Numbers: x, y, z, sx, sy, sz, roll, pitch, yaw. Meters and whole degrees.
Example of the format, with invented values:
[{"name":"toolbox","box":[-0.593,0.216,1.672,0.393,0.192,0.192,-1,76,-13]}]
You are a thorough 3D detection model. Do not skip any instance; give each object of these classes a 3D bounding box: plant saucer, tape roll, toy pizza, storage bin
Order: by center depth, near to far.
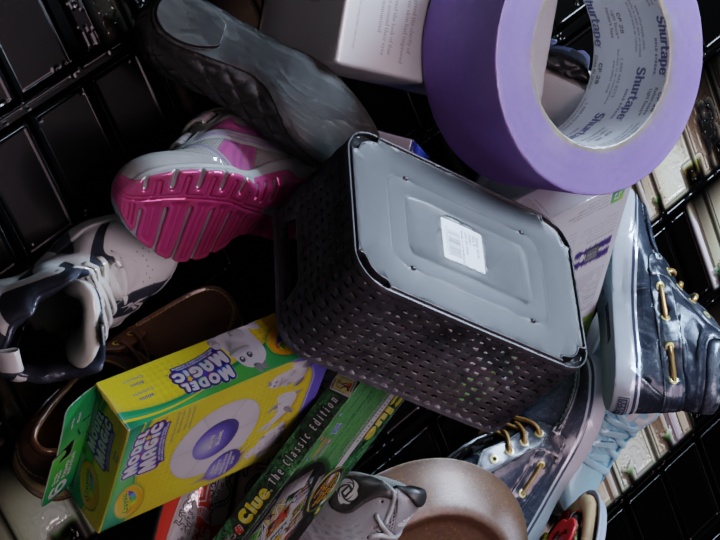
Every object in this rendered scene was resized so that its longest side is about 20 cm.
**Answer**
[{"name":"storage bin","box":[0.047,0.009,1.414,0.200,0.094,0.135,24,43,-30]},{"name":"tape roll","box":[0.147,-0.157,1.486,0.200,0.085,0.201,-7,101,-36]},{"name":"plant saucer","box":[0.049,0.244,1.613,0.200,0.037,0.201,-9,114,-21]},{"name":"toy pizza","box":[0.144,0.267,1.653,0.032,0.200,0.201,22,83,-4]}]

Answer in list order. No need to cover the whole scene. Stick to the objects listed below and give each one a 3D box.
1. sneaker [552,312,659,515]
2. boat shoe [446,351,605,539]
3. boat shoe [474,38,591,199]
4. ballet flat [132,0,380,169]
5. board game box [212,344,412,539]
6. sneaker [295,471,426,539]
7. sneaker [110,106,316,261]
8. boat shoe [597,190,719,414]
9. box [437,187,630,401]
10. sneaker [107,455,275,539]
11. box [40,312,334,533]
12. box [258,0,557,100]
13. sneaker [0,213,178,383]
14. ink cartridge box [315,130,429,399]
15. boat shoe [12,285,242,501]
[{"name":"sneaker","box":[0.213,0.115,1.729,0.074,0.082,0.201,23,84,-38]},{"name":"boat shoe","box":[0.127,0.144,1.674,0.091,0.071,0.201,32,79,-36]},{"name":"boat shoe","box":[0.135,-0.090,1.638,0.075,0.093,0.200,24,116,-1]},{"name":"ballet flat","box":[-0.068,-0.127,1.435,0.200,0.057,0.067,35,66,-11]},{"name":"board game box","box":[-0.040,0.146,1.470,0.200,0.023,0.105,-53,157,-2]},{"name":"sneaker","box":[0.018,0.217,1.513,0.115,0.200,0.075,-44,161,9]},{"name":"sneaker","box":[-0.104,-0.066,1.441,0.200,0.088,0.081,-5,135,-51]},{"name":"boat shoe","box":[0.244,0.027,1.685,0.091,0.071,0.201,5,63,-6]},{"name":"box","box":[0.131,0.013,1.609,0.144,0.036,0.200,-26,145,-29]},{"name":"sneaker","box":[-0.121,0.195,1.489,0.108,0.067,0.202,27,78,-36]},{"name":"box","box":[-0.118,0.102,1.383,0.200,0.048,0.117,-20,147,-34]},{"name":"box","box":[0.041,-0.211,1.518,0.200,0.106,0.153,9,91,-39]},{"name":"sneaker","box":[-0.179,0.023,1.371,0.199,0.129,0.080,-19,110,-35]},{"name":"ink cartridge box","box":[0.000,0.000,1.534,0.094,0.044,0.201,28,77,-79]},{"name":"boat shoe","box":[-0.155,0.078,1.424,0.072,0.068,0.200,43,65,12]}]
